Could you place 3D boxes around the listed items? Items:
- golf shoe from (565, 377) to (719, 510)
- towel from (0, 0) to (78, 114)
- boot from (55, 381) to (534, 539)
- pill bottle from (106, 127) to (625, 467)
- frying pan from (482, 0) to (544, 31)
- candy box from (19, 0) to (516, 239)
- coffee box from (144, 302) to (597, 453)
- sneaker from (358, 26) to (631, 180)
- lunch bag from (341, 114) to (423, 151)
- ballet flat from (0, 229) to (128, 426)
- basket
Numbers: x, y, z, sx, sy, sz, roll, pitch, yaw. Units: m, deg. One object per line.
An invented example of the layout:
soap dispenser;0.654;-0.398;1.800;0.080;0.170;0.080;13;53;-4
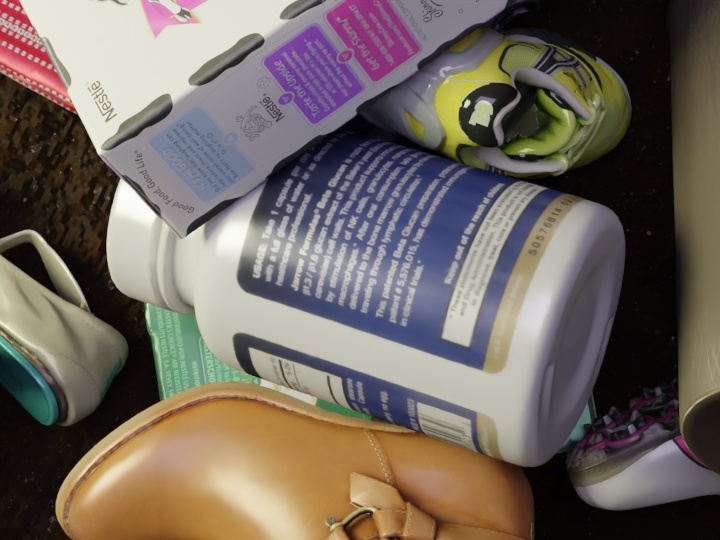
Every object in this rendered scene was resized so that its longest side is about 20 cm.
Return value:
golf shoe;0.191;0.081;0.943;0.199;0.073;0.093;-15;95;-10
towel;-0.122;-0.181;1.049;0.144;0.022;0.201;28;83;9
boot;-0.022;0.123;0.888;0.199;0.077;0.156;-10;45;-8
pill bottle;0.000;0.000;0.884;0.199;0.111;0.112;18;81;19
frying pan;0.088;-0.157;0.965;0.031;0.115;0.190;24;56;13
candy box;-0.039;-0.139;0.860;0.200;0.072;0.168;-36;53;5
coffee box;0.005;0.040;0.988;0.199;0.044;0.124;-11;81;2
sneaker;0.071;-0.065;0.933;0.076;0.200;0.076;35;108;29
lunch bag;-0.011;-0.147;0.981;0.135;0.132;0.201;24;80;27
ballet flat;-0.189;-0.008;1.007;0.200;0.069;0.070;42;85;8
basket;0.202;-0.016;0.871;0.179;0.136;0.201;5;61;16
